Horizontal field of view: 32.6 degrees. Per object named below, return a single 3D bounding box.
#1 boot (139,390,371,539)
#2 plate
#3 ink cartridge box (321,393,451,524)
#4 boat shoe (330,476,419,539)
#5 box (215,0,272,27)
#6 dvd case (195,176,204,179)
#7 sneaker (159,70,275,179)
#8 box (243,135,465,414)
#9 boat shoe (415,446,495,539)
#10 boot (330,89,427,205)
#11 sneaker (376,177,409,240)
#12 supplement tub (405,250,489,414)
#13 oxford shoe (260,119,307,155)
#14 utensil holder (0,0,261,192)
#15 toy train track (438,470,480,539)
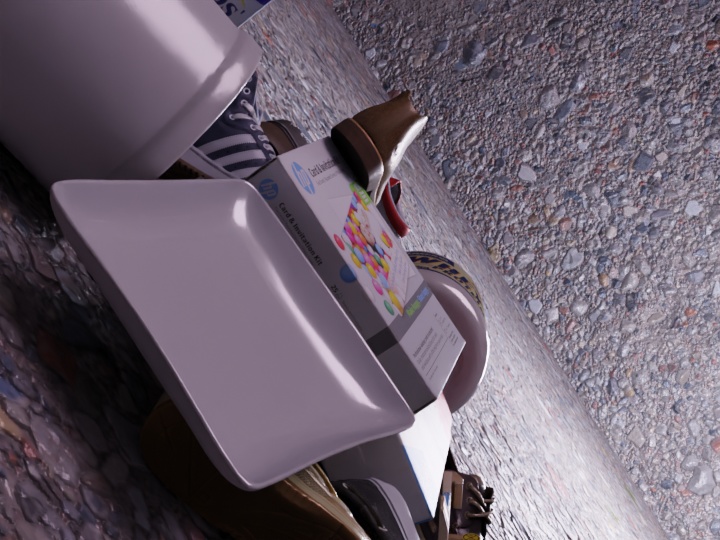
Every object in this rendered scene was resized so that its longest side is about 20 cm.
[{"bbox_3d":[-0.043,0.122,0.768,0.200,0.073,0.156,45,19,-14],"label":"boot"},{"bbox_3d":[-0.073,0.032,0.717,0.201,0.032,0.199,54,25,14],"label":"plate"},{"bbox_3d":[0.019,0.114,0.989,0.200,0.066,0.118,-59,128,-73],"label":"ink cartridge box"},{"bbox_3d":[0.022,0.223,0.812,0.056,0.069,0.201,17,33,-41],"label":"boat shoe"},{"bbox_3d":[-0.169,-0.235,1.012,0.105,0.199,0.185,48,11,-27],"label":"box"},{"bbox_3d":[-0.086,0.038,0.912,0.149,0.016,0.201,48,24,-29],"label":"dvd case"},{"bbox_3d":[-0.085,-0.092,1.013,0.199,0.109,0.070,34,-23,13],"label":"sneaker"},{"bbox_3d":[0.000,0.000,0.918,0.201,0.041,0.156,56,16,-2],"label":"box"},{"bbox_3d":[0.077,0.203,1.066,0.201,0.073,0.074,60,12,28],"label":"boat shoe"},{"bbox_3d":[0.013,-0.099,1.044,0.074,0.075,0.200,53,-11,1],"label":"boot"},{"bbox_3d":[-0.033,-0.089,1.182,0.201,0.112,0.071,54,7,11],"label":"sneaker"},{"bbox_3d":[0.055,0.059,1.219,0.146,0.144,0.200,53,8,-4],"label":"supplement tub"},{"bbox_3d":[-0.058,-0.046,1.095,0.201,0.073,0.084,55,27,16],"label":"oxford shoe"},{"bbox_3d":[-0.189,-0.157,0.778,0.200,0.169,0.170,47,12,-21],"label":"utensil holder"},{"bbox_3d":[0.075,0.211,0.943,0.200,0.032,0.117,-73,166,-72],"label":"toy train track"}]
